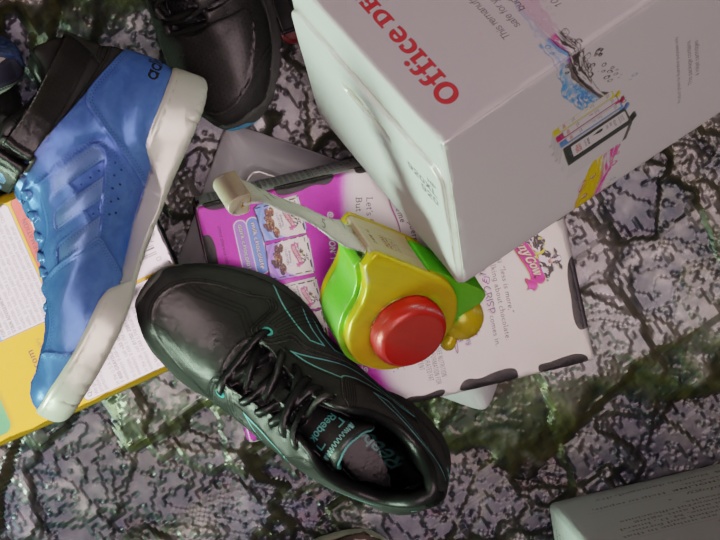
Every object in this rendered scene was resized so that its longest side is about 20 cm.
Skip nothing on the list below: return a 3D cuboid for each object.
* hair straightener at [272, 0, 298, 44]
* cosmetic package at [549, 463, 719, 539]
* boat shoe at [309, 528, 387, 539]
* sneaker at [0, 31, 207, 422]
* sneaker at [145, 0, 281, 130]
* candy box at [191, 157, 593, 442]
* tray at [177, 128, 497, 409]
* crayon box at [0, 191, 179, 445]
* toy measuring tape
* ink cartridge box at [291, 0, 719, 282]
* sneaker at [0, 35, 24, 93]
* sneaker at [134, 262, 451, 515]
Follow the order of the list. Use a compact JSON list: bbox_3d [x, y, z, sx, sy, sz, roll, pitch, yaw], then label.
[{"bbox_3d":[-0.045,-0.225,1.633,0.041,0.077,0.201,-17,97,-22],"label":"hair straightener"},{"bbox_3d":[0.213,0.209,1.656,0.165,0.200,0.168,-12,100,-4],"label":"cosmetic package"},{"bbox_3d":[-0.068,0.206,1.696,0.199,0.060,0.072,-21,100,-3],"label":"boat shoe"},{"bbox_3d":[-0.166,-0.028,1.591,0.111,0.077,0.201,21,87,-8],"label":"sneaker"},{"bbox_3d":[-0.104,-0.170,1.622,0.073,0.082,0.201,-15,95,28],"label":"sneaker"},{"bbox_3d":[0.017,0.004,1.655,0.199,0.061,0.137,-13,99,-3],"label":"candy box"},{"bbox_3d":[0.000,0.000,1.695,0.199,0.022,0.108,20,96,-8],"label":"tray"},{"bbox_3d":[-0.196,0.026,1.656,0.199,0.052,0.126,-24,93,-3],"label":"crayon box"},{"bbox_3d":[-0.012,0.007,1.564,0.199,0.073,0.074,21,96,-40],"label":"toy measuring tape"},{"bbox_3d":[0.084,-0.127,1.564,0.199,0.145,0.147,-33,60,-12],"label":"ink cartridge box"},{"bbox_3d":[-0.268,-0.065,1.640,0.199,0.077,0.086,-25,110,5],"label":"sneaker"},{"bbox_3d":[-0.031,0.062,1.589,0.199,0.079,0.076,33,94,-8],"label":"sneaker"}]
